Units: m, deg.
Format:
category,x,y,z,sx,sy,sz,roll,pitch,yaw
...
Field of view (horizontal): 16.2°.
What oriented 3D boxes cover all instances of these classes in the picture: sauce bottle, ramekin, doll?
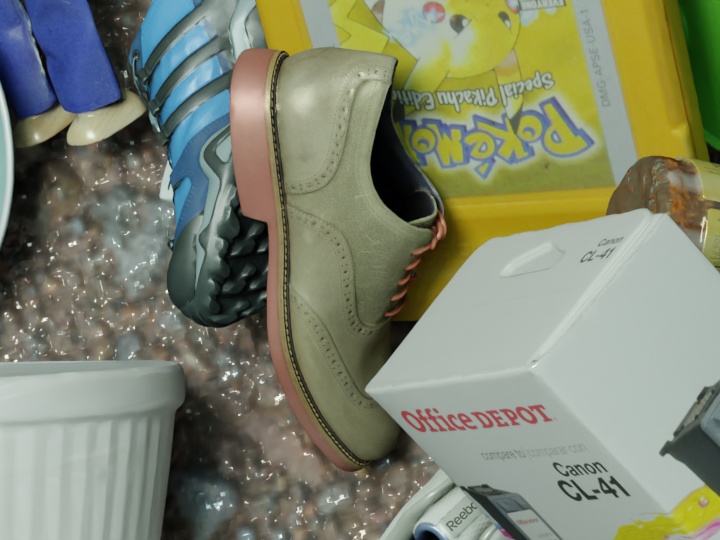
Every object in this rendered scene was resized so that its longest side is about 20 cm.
category,x,y,z,sx,sy,sz,roll,pitch,yaw
sauce bottle,0.195,0.003,1.004,0.200,0.066,0.066,13,80,-17
ramekin,-0.172,0.087,1.065,0.202,0.202,0.094,-1,91,15
doll,-0.166,-0.152,1.125,0.136,0.048,0.200,2,120,41

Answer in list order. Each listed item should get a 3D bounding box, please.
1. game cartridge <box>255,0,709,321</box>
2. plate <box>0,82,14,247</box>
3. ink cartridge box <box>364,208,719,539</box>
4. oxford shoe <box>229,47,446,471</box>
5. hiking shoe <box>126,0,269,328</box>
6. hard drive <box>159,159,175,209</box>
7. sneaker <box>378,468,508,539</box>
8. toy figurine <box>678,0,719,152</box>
category,x,y,z,sx,sy,sz,roll,pitch,yaw
game cartridge,0.050,-0.072,1.039,0.176,0.032,0.200,-3,115,26
plate,-0.236,-0.055,1.173,0.200,0.026,0.200,3,96,28
ink cartridge box,0.118,0.081,0.958,0.200,0.148,0.086,45,69,-14
oxford shoe,0.000,0.000,1.046,0.075,0.200,0.070,-4,35,14
hiking shoe,-0.061,-0.071,1.111,0.087,0.074,0.200,1,72,31
hard drive,0.021,-0.072,1.132,0.200,0.027,0.132,13,81,18
sneaker,0.065,0.097,1.050,0.075,0.087,0.200,39,88,22
toy figurine,0.199,-0.171,1.034,0.184,0.200,0.150,-32,38,-16
